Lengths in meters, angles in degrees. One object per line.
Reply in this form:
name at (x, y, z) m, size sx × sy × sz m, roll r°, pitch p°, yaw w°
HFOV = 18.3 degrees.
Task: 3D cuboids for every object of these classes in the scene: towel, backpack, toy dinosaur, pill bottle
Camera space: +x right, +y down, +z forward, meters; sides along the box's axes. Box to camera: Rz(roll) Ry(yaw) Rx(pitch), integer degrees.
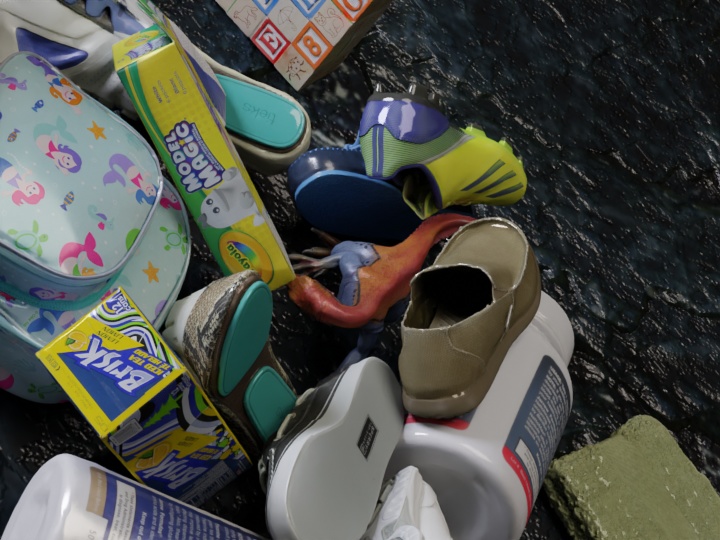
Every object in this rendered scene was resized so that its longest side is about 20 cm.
towel at (0.224, 0.206, 1.636) m, size 0.148 × 0.036 × 0.201 m, roll -19°, pitch 70°, yaw -46°
backpack at (-0.205, -0.024, 1.401) m, size 0.200 × 0.150 × 0.178 m, roll 41°, pitch 49°, yaw -15°
toy dinosaur at (0.000, 0.000, 1.538) m, size 0.105 × 0.200 × 0.181 m, roll 50°, pitch -5°, yaw -6°
pill bottle at (0.081, 0.100, 1.545) m, size 0.119 × 0.120 × 0.200 m, roll 38°, pitch 40°, yaw -6°
pill bottle at (-0.109, 0.194, 1.312) m, size 0.199 × 0.111 × 0.111 m, roll 26°, pitch 43°, yaw -20°

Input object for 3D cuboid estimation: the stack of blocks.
stack of blocks at (-0.020, -0.246, 1.700) m, size 0.115 × 0.200 × 0.059 m, roll 49°, pitch 41°, yaw 5°

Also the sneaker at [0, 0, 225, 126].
sneaker at (-0.193, -0.144, 1.543) m, size 0.199 × 0.115 × 0.081 m, roll 43°, pitch 15°, yaw -15°

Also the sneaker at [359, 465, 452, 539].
sneaker at (0.035, 0.193, 1.379) m, size 0.099 × 0.078 × 0.200 m, roll 47°, pitch 11°, yaw -13°

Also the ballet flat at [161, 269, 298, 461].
ballet flat at (-0.087, 0.056, 1.415) m, size 0.075 × 0.200 × 0.068 m, roll 25°, pitch 65°, yaw 22°

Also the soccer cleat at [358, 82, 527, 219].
soccer cleat at (0.057, -0.071, 1.618) m, size 0.200 × 0.064 × 0.084 m, roll 27°, pitch 70°, yaw -56°

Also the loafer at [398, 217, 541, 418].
loafer at (0.074, 0.018, 1.498) m, size 0.076 × 0.068 × 0.200 m, roll 0°, pitch 34°, yaw 16°

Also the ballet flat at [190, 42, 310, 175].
ballet flat at (-0.128, -0.130, 1.615) m, size 0.199 × 0.070 × 0.070 m, roll 31°, pitch 40°, yaw 0°

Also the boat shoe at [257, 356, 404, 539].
boat shoe at (-0.027, 0.124, 1.394) m, size 0.071 × 0.063 × 0.200 m, roll 62°, pitch 25°, yaw -13°

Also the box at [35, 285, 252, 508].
box at (-0.125, 0.084, 1.331) m, size 0.064 × 0.200 × 0.070 m, roll -39°, pitch 69°, yaw -7°

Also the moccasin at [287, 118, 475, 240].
moccasin at (0.007, -0.066, 1.660) m, size 0.200 × 0.080 × 0.069 m, roll 17°, pitch 52°, yaw -57°

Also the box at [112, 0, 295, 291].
box at (-0.109, -0.084, 1.460) m, size 0.117 × 0.048 × 0.201 m, roll -118°, pitch -177°, yaw -75°
